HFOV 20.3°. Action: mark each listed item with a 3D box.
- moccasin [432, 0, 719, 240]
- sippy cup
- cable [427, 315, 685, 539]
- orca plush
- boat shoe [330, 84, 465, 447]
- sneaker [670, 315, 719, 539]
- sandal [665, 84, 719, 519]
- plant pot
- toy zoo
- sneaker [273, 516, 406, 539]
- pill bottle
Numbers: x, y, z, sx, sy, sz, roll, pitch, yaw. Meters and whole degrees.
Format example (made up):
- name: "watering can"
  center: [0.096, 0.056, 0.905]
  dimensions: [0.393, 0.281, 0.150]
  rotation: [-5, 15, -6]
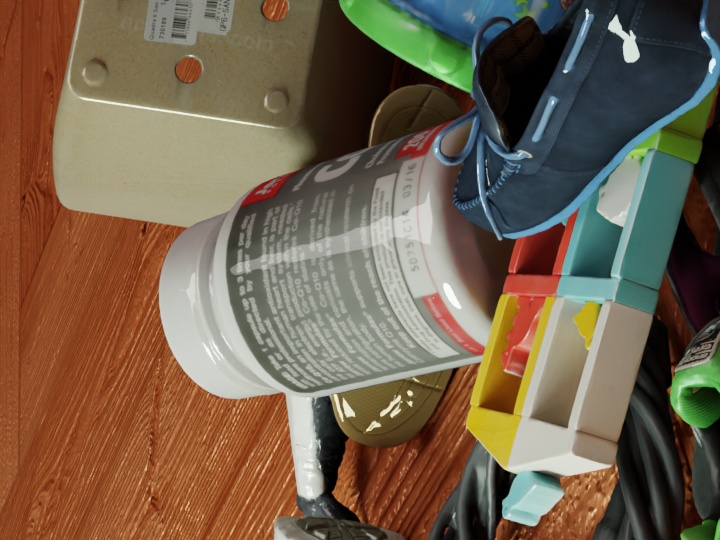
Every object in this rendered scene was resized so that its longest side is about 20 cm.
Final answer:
- name: "moccasin"
  center: [0.076, -0.077, 0.800]
  dimensions: [0.200, 0.068, 0.081]
  rotation: [132, 152, -58]
- name: "sippy cup"
  center: [0.076, -0.159, 0.957]
  dimensions: [0.131, 0.177, 0.140]
  rotation: [-64, -1, 19]
- name: "cable"
  center: [0.087, 0.116, 0.891]
  dimensions: [0.200, 0.051, 0.164]
  rotation: [-58, 32, 34]
- name: "orca plush"
  center: [-0.007, 0.051, 1.148]
  dimensions: [0.105, 0.071, 0.201]
  rotation: [-150, 53, -79]
- name: "boat shoe"
  center: [0.027, -0.004, 1.098]
  dimensions: [0.069, 0.073, 0.201]
  rotation: [-61, -18, -76]
- name: "sneaker"
  center: [0.155, 0.019, 0.698]
  dimensions: [0.078, 0.085, 0.201]
  rotation: [142, 138, -60]
- name: "sandal"
  center: [0.147, -0.001, 0.785]
  dimensions: [0.075, 0.048, 0.202]
  rotation: [144, 135, -61]
- name: "plant pot"
  center: [-0.083, -0.136, 1.195]
  dimensions: [0.177, 0.199, 0.201]
  rotation: [79, -160, -80]
- name: "toy zoo"
  center: [0.090, 0.006, 0.832]
  dimensions: [0.131, 0.020, 0.201]
  rotation: [-175, 102, -75]
- name: "sneaker"
  center: [-0.007, 0.193, 1.052]
  dimensions: [0.200, 0.077, 0.100]
  rotation: [-139, 59, -70]
- name: "pill bottle"
  center: [0.000, 0.000, 0.991]
  dimensions: [0.199, 0.114, 0.115]
  rotation: [-15, 61, 40]
